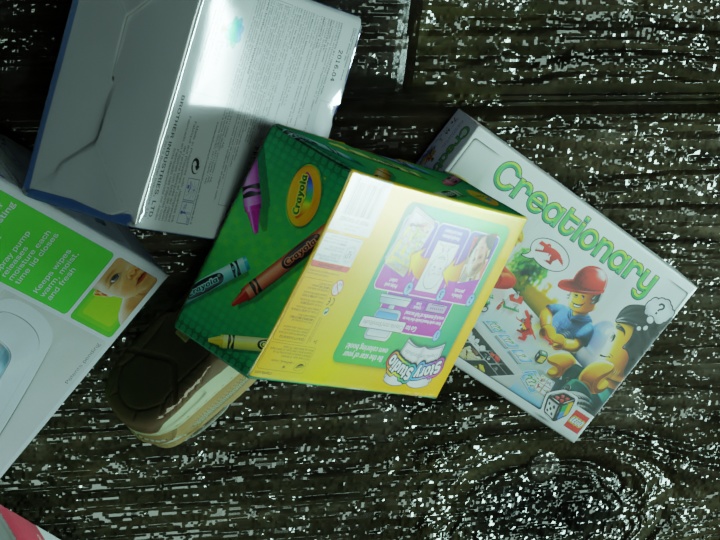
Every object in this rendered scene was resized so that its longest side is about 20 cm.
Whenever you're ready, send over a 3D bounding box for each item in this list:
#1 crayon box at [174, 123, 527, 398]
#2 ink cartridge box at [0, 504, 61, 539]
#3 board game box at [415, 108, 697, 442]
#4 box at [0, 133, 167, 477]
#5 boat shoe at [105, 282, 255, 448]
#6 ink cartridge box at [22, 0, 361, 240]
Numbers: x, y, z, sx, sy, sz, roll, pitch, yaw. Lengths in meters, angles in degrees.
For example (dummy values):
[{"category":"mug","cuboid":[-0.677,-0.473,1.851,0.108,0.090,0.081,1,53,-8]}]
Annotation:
[{"category":"crayon box","cuboid":[0.000,0.000,1.169,0.200,0.058,0.119,12,108,-59]},{"category":"ink cartridge box","cuboid":[-0.195,0.232,1.238,0.145,0.083,0.200,-42,148,2]},{"category":"board game box","cuboid":[0.096,0.007,1.320,0.200,0.035,0.126,33,98,-31]},{"category":"box","cuboid":[-0.236,0.020,1.135,0.200,0.097,0.176,-49,141,6]},{"category":"boat shoe","cuboid":[-0.058,0.024,1.257,0.200,0.072,0.076,-40,149,-3]},{"category":"ink cartridge box","cuboid":[-0.075,-0.085,1.135,0.200,0.076,0.137,8,99,-62]}]
